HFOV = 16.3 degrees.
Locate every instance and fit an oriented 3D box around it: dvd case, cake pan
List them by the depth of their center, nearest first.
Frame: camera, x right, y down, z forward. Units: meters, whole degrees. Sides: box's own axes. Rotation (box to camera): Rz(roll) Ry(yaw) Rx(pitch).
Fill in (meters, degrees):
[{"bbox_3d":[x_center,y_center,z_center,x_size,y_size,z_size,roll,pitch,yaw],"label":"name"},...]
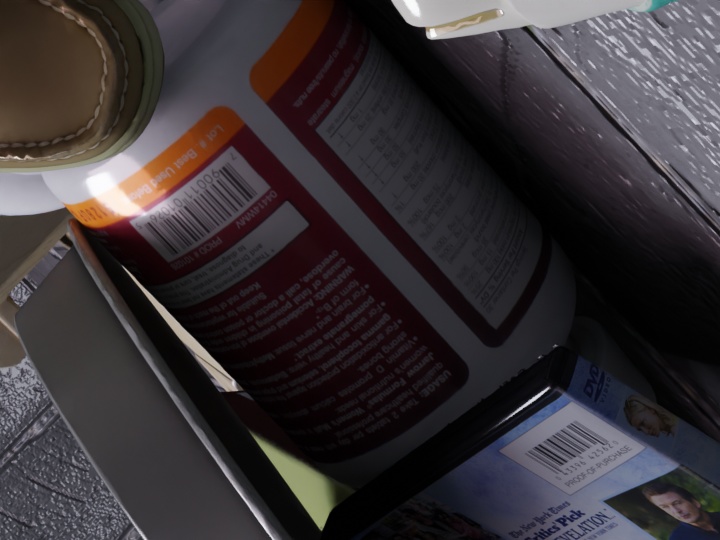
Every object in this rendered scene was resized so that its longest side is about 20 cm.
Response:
[{"bbox_3d":[0.102,0.104,0.781,0.199,0.018,0.143,31,144,-14],"label":"dvd case"},{"bbox_3d":[-0.047,0.074,0.818,0.201,0.037,0.200,54,179,2],"label":"cake pan"}]

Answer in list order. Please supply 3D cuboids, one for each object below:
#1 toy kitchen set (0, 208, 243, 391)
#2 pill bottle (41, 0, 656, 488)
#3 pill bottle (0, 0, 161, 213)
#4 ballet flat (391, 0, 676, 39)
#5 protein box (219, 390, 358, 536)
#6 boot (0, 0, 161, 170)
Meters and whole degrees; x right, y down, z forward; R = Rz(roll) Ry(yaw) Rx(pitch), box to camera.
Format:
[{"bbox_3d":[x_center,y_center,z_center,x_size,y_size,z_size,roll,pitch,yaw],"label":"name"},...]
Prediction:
[{"bbox_3d":[-0.106,0.029,1.233,0.181,0.163,0.200,50,169,-35],"label":"toy kitchen set"},{"bbox_3d":[0.000,0.000,0.814,0.200,0.110,0.110,47,170,-19],"label":"pill bottle"},{"bbox_3d":[-0.136,-0.081,0.961,0.120,0.120,0.200,45,171,-11],"label":"pill bottle"},{"bbox_3d":[0.020,-0.078,0.496,0.067,0.070,0.200,50,169,-31],"label":"ballet flat"},{"bbox_3d":[0.027,0.168,0.975,0.134,0.200,0.200,-1,-164,-38],"label":"protein box"},{"bbox_3d":[-0.165,-0.068,0.680,0.199,0.072,0.155,16,-171,10],"label":"boot"}]
